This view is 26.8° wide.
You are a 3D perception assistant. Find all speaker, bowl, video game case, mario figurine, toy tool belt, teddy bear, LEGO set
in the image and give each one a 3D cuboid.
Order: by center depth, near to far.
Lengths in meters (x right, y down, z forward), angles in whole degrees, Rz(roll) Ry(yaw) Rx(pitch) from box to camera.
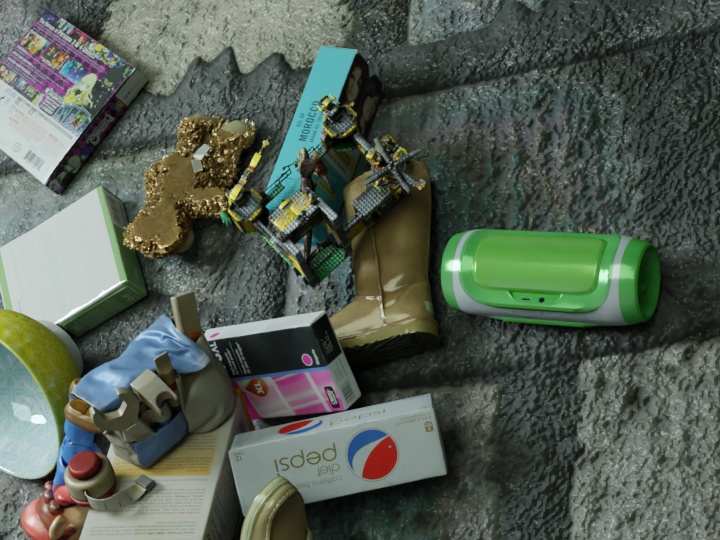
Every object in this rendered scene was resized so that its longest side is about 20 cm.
[{"bbox_3d":[-0.215,0.116,1.427,0.124,0.124,0.200,23,53,37],"label":"toy tool belt"},{"bbox_3d":[0.181,0.006,1.445,0.198,0.088,0.089,4,68,29],"label":"speaker"},{"bbox_3d":[-0.043,-0.088,1.503,0.199,0.116,0.154,-34,69,-4],"label":"LEGO set"},{"bbox_3d":[-0.276,0.214,1.558,0.105,0.123,0.201,29,119,21],"label":"mario figurine"},{"bbox_3d":[-0.366,0.115,1.647,0.199,0.202,0.108,13,36,32],"label":"bowl"},{"bbox_3d":[-0.189,-0.094,1.711,0.144,0.067,0.202,0,60,18],"label":"teddy bear"},{"bbox_3d":[-0.383,-0.213,1.880,0.199,0.036,0.182,34,85,35],"label":"video game case"}]

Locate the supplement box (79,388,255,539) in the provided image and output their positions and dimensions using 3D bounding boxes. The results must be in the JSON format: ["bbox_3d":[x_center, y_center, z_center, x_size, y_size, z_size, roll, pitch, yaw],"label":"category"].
[{"bbox_3d":[-0.182,0.213,1.461,0.125,0.074,0.201,-3,41,14],"label":"supplement box"}]

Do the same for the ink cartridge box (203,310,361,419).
[{"bbox_3d":[-0.096,0.099,1.515,0.199,0.095,0.037,-9,20,42],"label":"ink cartridge box"}]

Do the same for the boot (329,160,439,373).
[{"bbox_3d":[0.000,0.000,1.561,0.174,0.066,0.202,-13,60,13],"label":"boot"}]

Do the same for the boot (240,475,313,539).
[{"bbox_3d":[-0.032,0.291,1.366,0.154,0.201,0.072,26,42,33],"label":"boot"}]

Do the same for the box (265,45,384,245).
[{"bbox_3d":[-0.039,-0.134,1.631,0.049,0.082,0.202,11,72,29],"label":"box"}]

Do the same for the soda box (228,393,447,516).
[{"bbox_3d":[-0.020,0.174,1.434,0.198,0.064,0.069,-12,98,3],"label":"soda box"}]

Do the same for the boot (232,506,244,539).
[{"bbox_3d":[-0.155,0.309,1.488,0.131,0.070,0.202,-4,59,33],"label":"boot"}]

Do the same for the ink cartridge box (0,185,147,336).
[{"bbox_3d":[-0.352,0.011,1.747,0.199,0.048,0.146,-30,56,14],"label":"ink cartridge box"}]
